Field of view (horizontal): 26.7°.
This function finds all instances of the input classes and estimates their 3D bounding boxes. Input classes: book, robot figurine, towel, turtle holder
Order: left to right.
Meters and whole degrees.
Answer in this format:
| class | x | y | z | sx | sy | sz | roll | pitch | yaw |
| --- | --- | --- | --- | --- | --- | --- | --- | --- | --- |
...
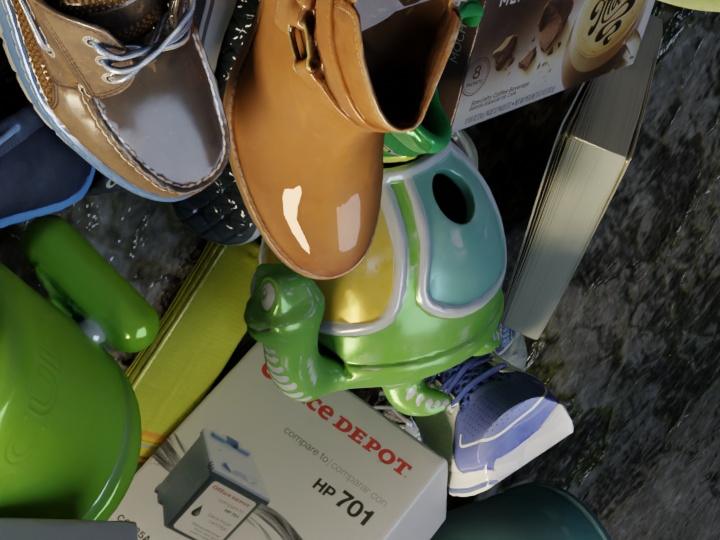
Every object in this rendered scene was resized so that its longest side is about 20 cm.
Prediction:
| class | x | y | z | sx | sy | sz | roll | pitch | yaw |
| --- | --- | --- | --- | --- | --- | --- | --- | --- | --- |
| robot figurine | -0.171 | 0.063 | 0.676 | 0.176 | 0.116 | 0.200 | -46 | 151 | -5 |
| towel | -0.113 | 0.067 | 0.874 | 0.201 | 0.018 | 0.086 | -57 | 157 | 0 |
| turtle holder | -0.003 | -0.005 | 0.841 | 0.184 | 0.141 | 0.133 | -16 | 123 | -27 |
| book | 0.152 | -0.063 | 1.039 | 0.201 | 0.048 | 0.134 | 103 | 11 | -51 |

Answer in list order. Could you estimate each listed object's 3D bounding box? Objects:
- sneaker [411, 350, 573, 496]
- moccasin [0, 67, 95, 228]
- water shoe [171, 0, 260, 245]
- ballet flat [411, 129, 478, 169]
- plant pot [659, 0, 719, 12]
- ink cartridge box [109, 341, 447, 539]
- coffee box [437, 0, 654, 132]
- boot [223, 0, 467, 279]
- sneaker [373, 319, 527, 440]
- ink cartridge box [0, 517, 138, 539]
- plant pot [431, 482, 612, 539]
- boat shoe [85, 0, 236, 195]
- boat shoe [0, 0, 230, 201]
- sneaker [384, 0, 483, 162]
| class | x | y | z | sx | sy | sz | roll | pitch | yaw |
| --- | --- | --- | --- | --- | --- | --- | --- | --- | --- |
| sneaker | 0.051 | 0.061 | 0.941 | 0.080 | 0.116 | 0.199 | -32 | -170 | -7 |
| moccasin | -0.186 | -0.047 | 0.597 | 0.200 | 0.080 | 0.069 | -33 | 139 | -54 |
| water shoe | -0.057 | -0.113 | 0.741 | 0.079 | 0.071 | 0.202 | -62 | 167 | -59 |
| ballet flat | 0.046 | -0.050 | 0.964 | 0.201 | 0.066 | 0.063 | 83 | 20 | -55 |
| plant pot | 0.198 | -0.261 | 0.817 | 0.190 | 0.198 | 0.202 | -64 | 175 | -65 |
| ink cartridge box | -0.062 | 0.160 | 0.886 | 0.200 | 0.146 | 0.086 | -48 | 157 | -23 |
| coffee box | 0.094 | -0.165 | 0.877 | 0.199 | 0.079 | 0.114 | -24 | 139 | -46 |
| boot | -0.005 | -0.072 | 0.616 | 0.073 | 0.155 | 0.203 | -12 | 112 | -17 |
| sneaker | 0.038 | 0.086 | 1.079 | 0.200 | 0.076 | 0.086 | -50 | 142 | -25 |
| ink cartridge box | -0.204 | 0.167 | 0.638 | 0.198 | 0.084 | 0.146 | 7 | 146 | -29 |
| plant pot | 0.088 | 0.288 | 1.243 | 0.186 | 0.200 | 0.202 | -4 | 125 | -36 |
| boat shoe | -0.095 | -0.115 | 0.660 | 0.056 | 0.068 | 0.202 | -28 | 143 | -39 |
| boat shoe | -0.102 | -0.103 | 0.578 | 0.072 | 0.072 | 0.201 | -42 | 123 | -17 |
| sneaker | 0.025 | -0.153 | 0.760 | 0.074 | 0.083 | 0.203 | -32 | 128 | -54 |
